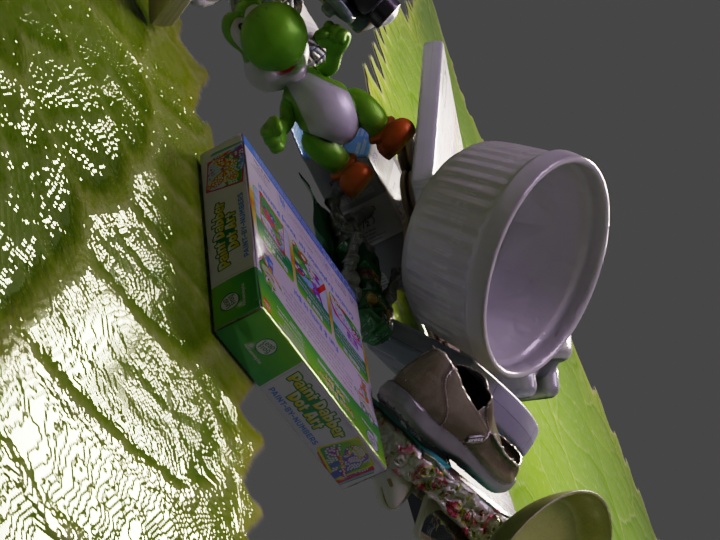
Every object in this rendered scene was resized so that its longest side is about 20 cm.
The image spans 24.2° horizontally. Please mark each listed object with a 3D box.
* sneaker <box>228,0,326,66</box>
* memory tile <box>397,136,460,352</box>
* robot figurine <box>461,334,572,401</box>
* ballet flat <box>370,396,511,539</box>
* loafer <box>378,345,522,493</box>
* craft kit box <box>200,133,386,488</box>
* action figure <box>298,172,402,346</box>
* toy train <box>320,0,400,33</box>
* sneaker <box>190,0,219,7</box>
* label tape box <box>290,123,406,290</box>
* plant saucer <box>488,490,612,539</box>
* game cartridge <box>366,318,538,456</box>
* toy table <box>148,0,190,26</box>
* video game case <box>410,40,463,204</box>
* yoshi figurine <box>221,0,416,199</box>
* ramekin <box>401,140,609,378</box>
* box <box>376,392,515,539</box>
[{"bbox_3d":[-0.091,-0.257,1.626,0.088,0.074,0.200,61,1,26],"label":"sneaker"},{"bbox_3d":[0.064,-0.022,1.611,0.154,0.017,0.202,58,25,-56],"label":"memory tile"},{"bbox_3d":[0.152,0.030,1.688,0.169,0.112,0.203,8,76,-52],"label":"robot figurine"},{"bbox_3d":[0.054,0.180,1.350,0.200,0.064,0.076,41,-11,-9],"label":"ballet flat"},{"bbox_3d":[0.089,0.122,1.374,0.075,0.070,0.200,40,0,36],"label":"loafer"},{"bbox_3d":[-0.051,0.031,1.275,0.201,0.048,0.199,55,14,-39],"label":"craft kit box"},{"bbox_3d":[0.000,0.000,1.513,0.118,0.054,0.201,42,21,-35],"label":"action figure"},{"bbox_3d":[-0.042,-0.295,1.510,0.200,0.085,0.114,44,0,-5],"label":"toy train"},{"bbox_3d":[-0.130,-0.281,1.434,0.075,0.081,0.200,67,9,6],"label":"sneaker"},{"bbox_3d":[0.004,-0.093,1.682,0.144,0.065,0.202,-76,142,-68],"label":"label tape box"},{"bbox_3d":[0.129,0.260,1.344,0.031,0.201,0.200,27,-13,36],"label":"plant saucer"},{"bbox_3d":[0.093,0.113,1.572,0.132,0.041,0.200,22,-13,32],"label":"game cartridge"},{"bbox_3d":[-0.132,-0.275,1.261,0.184,0.197,0.119,129,-47,-67],"label":"toy table"},{"bbox_3d":[0.077,-0.082,1.577,0.201,0.023,0.183,-84,165,-46],"label":"video game case"},{"bbox_3d":[-0.046,-0.165,1.507,0.200,0.112,0.113,45,41,-4],"label":"yoshi figurine"},{"bbox_3d":[0.123,-0.018,1.471,0.104,0.202,0.200,22,-14,33],"label":"ramekin"},{"bbox_3d":[0.091,0.202,1.521,0.200,0.051,0.159,45,24,-55],"label":"box"}]
